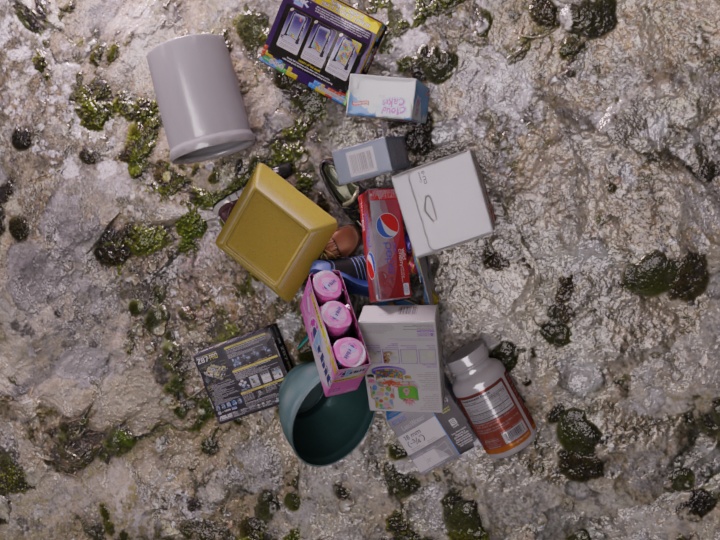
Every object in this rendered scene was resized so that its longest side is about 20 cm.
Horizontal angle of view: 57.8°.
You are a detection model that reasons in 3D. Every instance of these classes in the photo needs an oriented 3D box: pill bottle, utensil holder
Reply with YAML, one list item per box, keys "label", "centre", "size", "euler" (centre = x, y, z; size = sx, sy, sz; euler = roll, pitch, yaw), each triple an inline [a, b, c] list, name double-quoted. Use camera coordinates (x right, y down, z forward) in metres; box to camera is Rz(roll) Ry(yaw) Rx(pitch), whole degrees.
- label: "pill bottle"
  centre: [0.245, 0.243, 1.249]
  size: [0.111, 0.112, 0.203]
  euler: [-28, 92, 16]
- label: "utensil holder"
  centre: [-0.307, -0.326, 1.254]
  size: [0.166, 0.170, 0.205]
  euler: [-13, 95, 15]

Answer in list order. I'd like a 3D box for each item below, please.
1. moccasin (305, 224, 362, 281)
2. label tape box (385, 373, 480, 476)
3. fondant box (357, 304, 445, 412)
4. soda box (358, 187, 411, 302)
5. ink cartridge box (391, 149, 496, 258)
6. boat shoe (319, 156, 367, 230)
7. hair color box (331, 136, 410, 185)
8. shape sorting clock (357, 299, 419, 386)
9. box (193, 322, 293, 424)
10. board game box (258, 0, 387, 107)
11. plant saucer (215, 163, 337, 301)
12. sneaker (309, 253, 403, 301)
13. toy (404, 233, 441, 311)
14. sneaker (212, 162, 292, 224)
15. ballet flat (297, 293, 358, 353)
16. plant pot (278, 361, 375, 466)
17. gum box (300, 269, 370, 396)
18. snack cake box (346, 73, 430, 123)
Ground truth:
- label: "moccasin"
  centre: [-0.087, -0.031, 1.296]
  size: [0.198, 0.078, 0.075]
  euler: [-22, 83, 17]
- label: "label tape box"
  centre: [0.130, 0.285, 1.309]
  size: [0.143, 0.063, 0.202]
  euler: [-33, 91, 16]
- label: "fondant box"
  centre: [0.079, 0.165, 1.208]
  size: [0.141, 0.059, 0.204]
  euler: [-1, 116, 13]
- label: "soda box"
  centre: [0.044, -0.046, 1.204]
  size: [0.062, 0.070, 0.205]
  euler: [-5, 86, -16]
- label: "ink cartridge box"
  centre: [0.153, -0.123, 1.160]
  size: [0.142, 0.200, 0.148]
  euler: [-17, 96, 15]
- label: "boat shoe"
  centre: [-0.014, -0.136, 1.268]
  size: [0.072, 0.066, 0.202]
  euler: [-40, 89, 16]
- label: "hair color box"
  centre: [0.024, -0.200, 1.177]
  size: [0.097, 0.200, 0.062]
  euler: [-12, 98, 15]
- label: "shape sorting clock"
  centre: [0.068, 0.156, 1.301]
  size: [0.195, 0.039, 0.205]
  euler: [0, 91, 20]
- label: "box"
  centre: [-0.242, 0.222, 1.396]
  size: [0.196, 0.049, 0.164]
  euler: [-21, 96, 16]
- label: "board game box"
  centre: [-0.072, -0.429, 1.236]
  size: [0.197, 0.057, 0.168]
  euler: [30, 103, 7]
- label: "plant saucer"
  centre: [-0.173, -0.066, 1.254]
  size: [0.198, 0.048, 0.202]
  euler: [37, 111, 5]
- label: "sneaker"
  centre: [0.000, 0.000, 1.266]
  size: [0.196, 0.070, 0.079]
  euler: [15, 62, -11]
- label: "toy"
  centre: [0.104, -0.013, 1.234]
  size: [0.046, 0.115, 0.204]
  euler: [-17, 96, 13]
- label: "sneaker"
  centre: [-0.196, -0.128, 1.318]
  size: [0.197, 0.076, 0.117]
  euler: [-26, 100, 25]
- label: "ballet flat"
  centre: [-0.054, 0.099, 1.323]
  size: [0.074, 0.068, 0.202]
  euler: [30, 102, -3]
- label: "plant pot"
  centre: [-0.083, 0.264, 1.301]
  size: [0.133, 0.197, 0.205]
  euler: [29, 110, 50]
- label: "gum box"
  centre: [-0.051, 0.109, 1.191]
  size: [0.065, 0.114, 0.203]
  euler: [-9, 60, -20]
- label: "snack cake box"
  centre: [0.054, -0.300, 1.153]
  size: [0.112, 0.200, 0.069]
  euler: [9, 103, 11]
